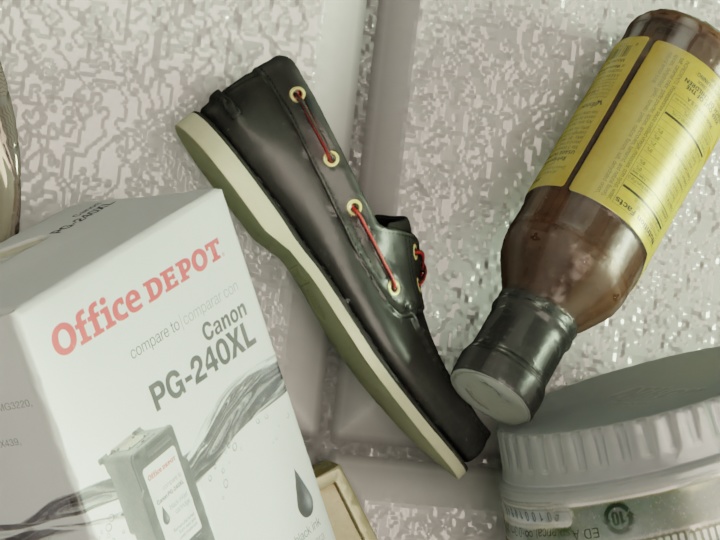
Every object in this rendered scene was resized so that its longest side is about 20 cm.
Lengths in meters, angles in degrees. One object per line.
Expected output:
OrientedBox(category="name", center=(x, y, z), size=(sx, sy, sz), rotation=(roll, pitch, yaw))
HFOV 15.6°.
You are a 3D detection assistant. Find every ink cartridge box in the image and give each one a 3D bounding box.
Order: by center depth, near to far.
OrientedBox(category="ink cartridge box", center=(-0.094, 0.084, 1.046), size=(0.145, 0.083, 0.201), rotation=(-35, 112, -52))

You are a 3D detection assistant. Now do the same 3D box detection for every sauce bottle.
OrientedBox(category="sauce bottle", center=(0.102, -0.023, 1.165), size=(0.065, 0.065, 0.201), rotation=(39, 67, -14))

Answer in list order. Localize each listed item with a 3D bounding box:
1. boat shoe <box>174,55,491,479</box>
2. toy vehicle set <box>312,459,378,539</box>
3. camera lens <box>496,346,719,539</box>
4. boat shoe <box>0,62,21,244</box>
OrientedBox(category="boat shoe", center=(0.001, 0.000, 1.150), size=(0.063, 0.074, 0.202), rotation=(-36, 99, -10))
OrientedBox(category="toy vehicle set", center=(-0.070, 0.185, 1.157), size=(0.199, 0.026, 0.125), rotation=(-27, 99, -15))
OrientedBox(category="camera lens", center=(0.153, 0.147, 1.154), size=(0.159, 0.160, 0.201), rotation=(-17, 96, -16))
OrientedBox(category="boat shoe", center=(-0.180, -0.020, 1.097), size=(0.071, 0.076, 0.201), rotation=(-3, 90, -15))
